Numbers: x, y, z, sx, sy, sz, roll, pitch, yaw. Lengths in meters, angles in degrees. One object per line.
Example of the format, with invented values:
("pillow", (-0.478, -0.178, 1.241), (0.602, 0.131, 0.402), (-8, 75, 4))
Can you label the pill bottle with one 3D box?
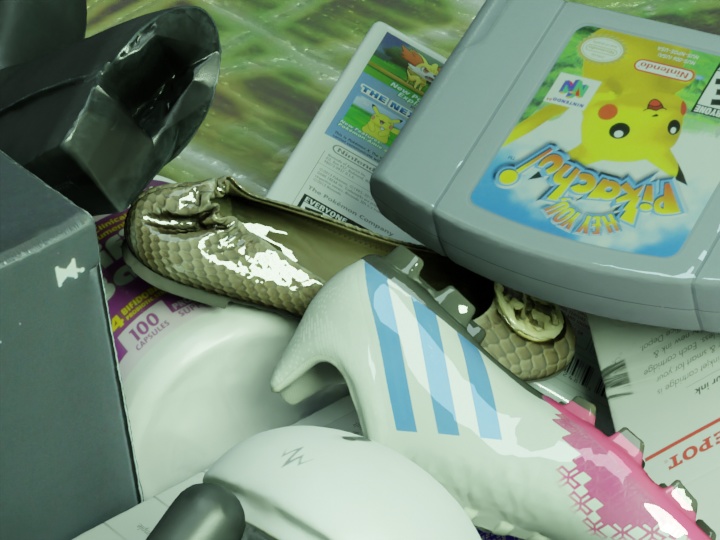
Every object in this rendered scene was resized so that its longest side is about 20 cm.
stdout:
("pill bottle", (-0.093, 0.024, 1.309), (0.112, 0.112, 0.200), (-20, 35, -20))

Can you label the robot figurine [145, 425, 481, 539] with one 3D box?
("robot figurine", (-0.040, 0.149, 1.040), (0.125, 0.150, 0.200), (36, 77, -2))

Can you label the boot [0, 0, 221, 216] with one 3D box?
("boot", (-0.126, -0.089, 1.284), (0.200, 0.066, 0.165), (-16, 49, 59))

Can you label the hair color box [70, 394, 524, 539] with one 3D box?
("hair color box", (-0.022, 0.122, 1.191), (0.200, 0.065, 0.109), (-25, 38, -29))

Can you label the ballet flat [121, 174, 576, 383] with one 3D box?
("ballet flat", (0.000, 0.000, 1.225), (0.200, 0.046, 0.067), (16, 30, -12))

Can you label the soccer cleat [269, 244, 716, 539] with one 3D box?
("soccer cleat", (0.050, 0.076, 1.149), (0.200, 0.070, 0.086), (40, 83, 25))

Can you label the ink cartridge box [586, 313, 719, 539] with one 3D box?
("ink cartridge box", (0.164, 0.043, 1.208), (0.116, 0.067, 0.200), (-30, 45, 21))

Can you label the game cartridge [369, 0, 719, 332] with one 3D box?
("game cartridge", (0.110, -0.043, 1.207), (0.200, 0.040, 0.133), (16, 60, 28))

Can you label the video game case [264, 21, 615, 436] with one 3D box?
("video game case", (0.063, -0.015, 1.337), (0.200, 0.022, 0.182), (30, 39, 0))

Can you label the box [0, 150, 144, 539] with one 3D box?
("box", (-0.192, 0.043, 1.220), (0.117, 0.197, 0.200), (-27, 38, -27))
